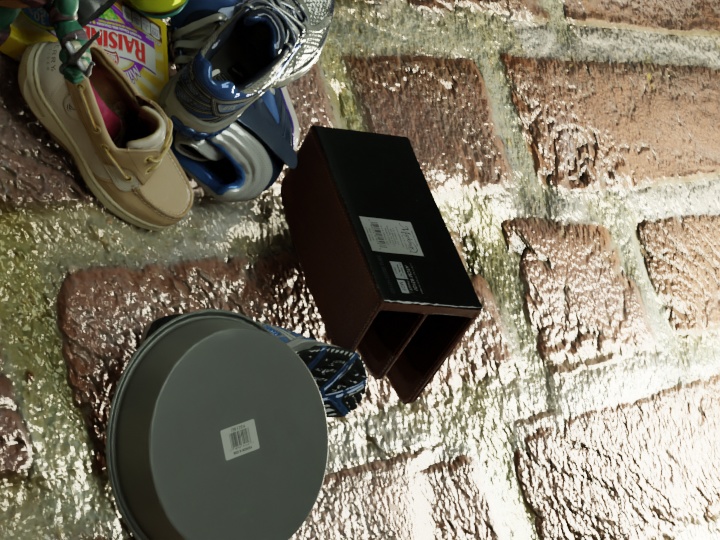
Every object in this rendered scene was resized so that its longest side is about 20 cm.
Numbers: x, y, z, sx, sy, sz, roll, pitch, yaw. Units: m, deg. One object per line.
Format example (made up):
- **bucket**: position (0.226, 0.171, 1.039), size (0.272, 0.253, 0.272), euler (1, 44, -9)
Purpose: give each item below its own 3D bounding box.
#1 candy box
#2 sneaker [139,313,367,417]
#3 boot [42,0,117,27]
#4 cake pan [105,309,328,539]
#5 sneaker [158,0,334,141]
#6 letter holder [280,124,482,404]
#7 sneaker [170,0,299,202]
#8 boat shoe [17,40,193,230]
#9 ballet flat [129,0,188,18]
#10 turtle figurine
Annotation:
- **candy box**: position (-0.224, -0.190, 1.624), size (0.200, 0.026, 0.103), euler (28, 51, -48)
- **sneaker**: position (-0.093, 0.076, 1.635), size (0.199, 0.077, 0.076), euler (17, 90, -35)
- **boot**: position (-0.252, -0.283, 1.568), size (0.200, 0.066, 0.165), euler (48, 19, -7)
- **cake pan**: position (-0.100, 0.129, 1.544), size (0.200, 0.037, 0.201), euler (3, 85, -42)
- **sneaker**: position (-0.075, -0.184, 1.662), size (0.077, 0.085, 0.200), euler (41, 56, -3)
- **letter holder**: position (0.000, 0.000, 1.761), size (0.100, 0.142, 0.201), euler (5, 46, -31)
- **sneaker**: position (-0.123, -0.154, 1.708), size (0.201, 0.080, 0.146), euler (67, 26, -14)
- **boat shoe**: position (-0.180, -0.102, 1.580), size (0.200, 0.069, 0.074), euler (48, 44, -42)
- **ballet flat**: position (-0.168, -0.288, 1.712), size (0.200, 0.066, 0.067), euler (-90, 176, -50)
- **turtle figurine**: position (-0.236, -0.198, 1.437), size (0.150, 0.199, 0.101), euler (51, 35, -27)
